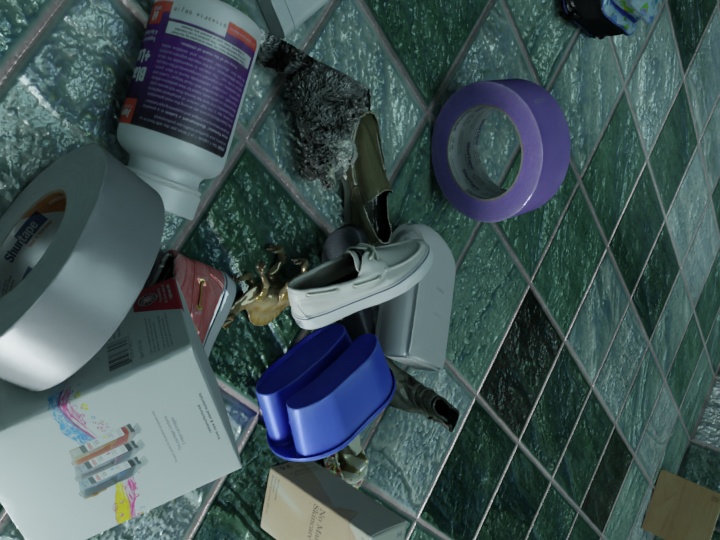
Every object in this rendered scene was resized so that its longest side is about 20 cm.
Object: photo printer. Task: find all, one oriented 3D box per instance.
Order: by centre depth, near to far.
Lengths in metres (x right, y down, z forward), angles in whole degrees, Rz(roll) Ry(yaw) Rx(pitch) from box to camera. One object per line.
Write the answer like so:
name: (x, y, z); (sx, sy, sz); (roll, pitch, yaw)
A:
photo printer: (0.087, 0.037, 1.082); (0.166, 0.068, 0.205); (33, 63, -61)

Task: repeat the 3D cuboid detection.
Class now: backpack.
backpack: (0.464, -0.540, 1.303); (0.181, 0.145, 0.205); (2, 98, -50)

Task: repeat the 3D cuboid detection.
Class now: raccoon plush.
raccoon plush: (-0.078, -0.187, 0.877); (0.197, 0.097, 0.136); (23, 99, -20)

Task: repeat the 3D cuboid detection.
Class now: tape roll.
tape roll: (-0.256, -0.005, 0.612); (0.066, 0.198, 0.203); (39, 73, -39)
tape roll: (0.206, -0.179, 1.083); (0.084, 0.197, 0.205); (-17, 115, -42)

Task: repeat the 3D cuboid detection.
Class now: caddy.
caddy: (-0.043, 0.164, 0.958); (0.199, 0.140, 0.107); (-38, 123, -34)

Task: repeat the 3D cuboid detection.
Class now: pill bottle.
pill bottle: (-0.177, -0.160, 0.723); (0.110, 0.110, 0.205); (18, 89, -49)

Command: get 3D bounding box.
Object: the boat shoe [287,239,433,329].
boat shoe: (0.000, 0.000, 0.902); (0.196, 0.072, 0.067); (-23, 128, -9)

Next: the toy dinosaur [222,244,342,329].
toy dinosaur: (-0.104, 0.025, 0.923); (0.197, 0.058, 0.103); (-5, 121, -41)

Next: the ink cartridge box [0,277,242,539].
ink cartridge box: (-0.234, 0.130, 0.675); (0.196, 0.146, 0.147); (-21, 120, -11)

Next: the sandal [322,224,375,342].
sandal: (-0.010, 0.021, 1.007); (0.043, 0.075, 0.204); (-40, 139, -41)

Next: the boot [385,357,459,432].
boot: (0.070, 0.176, 1.095); (0.200, 0.129, 0.069); (41, 72, -46)

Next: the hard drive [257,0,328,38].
hard drive: (-0.057, -0.386, 0.851); (0.201, 0.026, 0.133); (-49, 134, -27)

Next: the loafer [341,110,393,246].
loafer: (0.015, -0.124, 0.983); (0.075, 0.069, 0.205); (-28, 122, -39)

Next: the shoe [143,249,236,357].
shoe: (-0.213, 0.082, 0.797); (0.090, 0.071, 0.204); (30, 77, -44)

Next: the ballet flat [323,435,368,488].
ballet flat: (-0.022, 0.267, 1.072); (0.076, 0.063, 0.203); (-43, 131, -32)

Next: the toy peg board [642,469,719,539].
toy peg board: (1.044, 0.783, 2.358); (0.098, 0.196, 0.204); (33, 77, -63)

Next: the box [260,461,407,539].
box: (-0.039, 0.340, 0.971); (0.077, 0.197, 0.097); (2, 102, -47)
